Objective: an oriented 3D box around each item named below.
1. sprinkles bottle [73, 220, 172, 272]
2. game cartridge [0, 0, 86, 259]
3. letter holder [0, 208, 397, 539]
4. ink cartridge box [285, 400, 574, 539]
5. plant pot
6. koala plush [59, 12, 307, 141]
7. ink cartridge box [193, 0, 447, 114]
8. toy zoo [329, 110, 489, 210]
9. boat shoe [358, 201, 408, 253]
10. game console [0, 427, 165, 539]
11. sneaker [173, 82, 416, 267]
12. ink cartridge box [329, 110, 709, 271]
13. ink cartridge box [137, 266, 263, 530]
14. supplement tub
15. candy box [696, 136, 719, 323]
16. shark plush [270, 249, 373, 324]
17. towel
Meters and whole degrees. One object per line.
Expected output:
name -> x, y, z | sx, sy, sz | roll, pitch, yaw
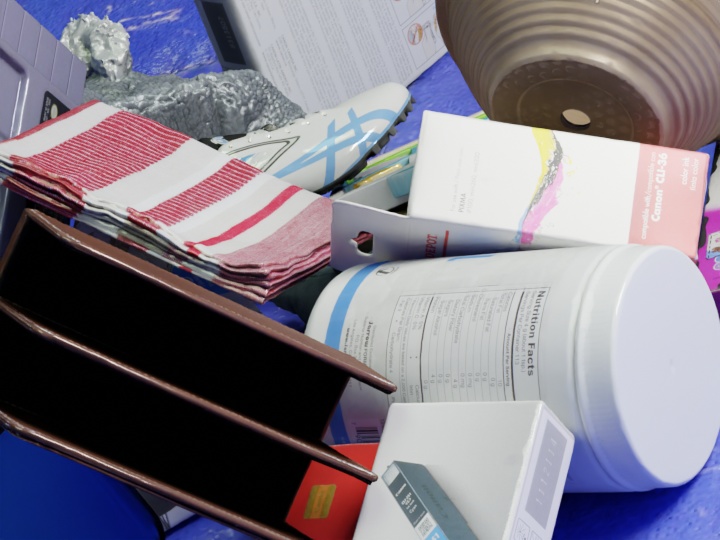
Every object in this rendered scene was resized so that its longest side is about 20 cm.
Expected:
sprinkles bottle -> -0.145, 0.016, 1.669 | 0.068, 0.068, 0.200 | -18, 29, 14
game cartridge -> -0.212, -0.055, 1.697 | 0.038, 0.130, 0.201 | -3, 68, 28
letter holder -> -0.082, 0.063, 1.415 | 0.101, 0.199, 0.142 | -65, 23, 0
ink cartridge box -> 0.004, 0.163, 1.438 | 0.176, 0.045, 0.201 | -4, 57, 34
plant pot -> 0.131, -0.116, 1.611 | 0.200, 0.201, 0.093 | -6, 47, 32
koala plush -> -0.143, -0.075, 1.910 | 0.183, 0.178, 0.200 | -24, 26, -21
ink cartridge box -> -0.016, -0.183, 1.977 | 0.057, 0.163, 0.200 | 10, 44, 40
toy zoo -> 0.043, -0.067, 1.808 | 0.131, 0.021, 0.200 | -24, 6, 4
boat shoe -> 0.072, -0.023, 1.748 | 0.200, 0.063, 0.073 | -12, 14, 43
game console -> -0.190, 0.113, 1.573 | 0.200, 0.118, 0.171 | -45, 24, 35
sneaker -> -0.054, -0.068, 1.799 | 0.200, 0.073, 0.072 | -32, 4, -12
ink cartridge box -> 0.085, -0.031, 1.595 | 0.199, 0.117, 0.068 | 9, 70, 1
ink cartridge box -> -0.140, 0.090, 1.704 | 0.199, 0.084, 0.145 | -30, 29, -7
supplement tub -> 0.080, 0.055, 1.537 | 0.199, 0.132, 0.132 | -4, 35, 33
candy box -> 0.266, -0.035, 1.609 | 0.136, 0.061, 0.200 | -14, 31, 22
shark plush -> 0.000, 0.000, 1.740 | 0.091, 0.084, 0.200 | -42, 32, -27
towel -> -0.105, -0.046, 1.659 | 0.199, 0.023, 0.144 | 24, 25, 18
